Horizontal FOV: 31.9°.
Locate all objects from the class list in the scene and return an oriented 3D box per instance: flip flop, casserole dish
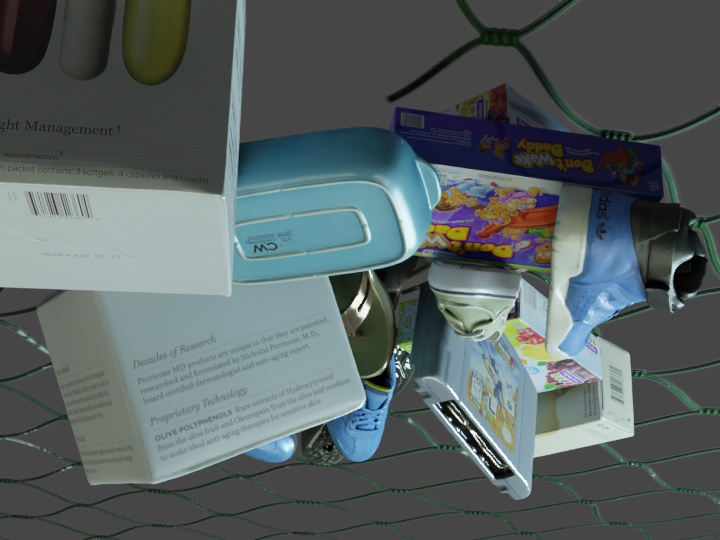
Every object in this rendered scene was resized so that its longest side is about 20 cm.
[{"bbox_3d":[-0.018,0.006,1.077,0.080,0.058,0.202,1,118,15],"label":"flip flop"},{"bbox_3d":[-0.042,-0.038,0.888,0.198,0.039,0.122,-7,137,14],"label":"casserole dish"}]

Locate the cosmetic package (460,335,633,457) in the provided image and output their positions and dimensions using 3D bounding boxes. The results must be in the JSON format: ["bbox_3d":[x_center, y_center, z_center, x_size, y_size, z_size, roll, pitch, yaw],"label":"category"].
[{"bbox_3d":[0.213,0.154,1.462,0.199,0.106,0.071,-22,146,38],"label":"cosmetic package"}]

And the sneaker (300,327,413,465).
[{"bbox_3d":[-0.009,0.119,1.446,0.076,0.115,0.200,20,122,-26],"label":"sneaker"}]

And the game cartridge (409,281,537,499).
[{"bbox_3d":[0.111,0.105,1.179,0.041,0.134,0.200,-14,133,31],"label":"game cartridge"}]

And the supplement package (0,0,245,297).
[{"bbox_3d":[-0.169,-0.106,0.784,0.189,0.202,0.147,2,155,-4],"label":"supplement package"}]

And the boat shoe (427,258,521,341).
[{"bbox_3d":[0.101,0.028,1.056,0.071,0.063,0.200,9,178,17],"label":"boat shoe"}]

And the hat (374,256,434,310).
[{"bbox_3d":[0.000,0.000,1.156,0.198,0.082,0.201,2,155,1],"label":"hat"}]

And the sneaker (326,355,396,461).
[{"bbox_3d":[0.002,0.135,1.344,0.065,0.079,0.202,-6,122,-16],"label":"sneaker"}]

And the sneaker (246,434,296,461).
[{"bbox_3d":[-0.155,0.138,1.191,0.199,0.079,0.066,33,131,-10],"label":"sneaker"}]

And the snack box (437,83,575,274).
[{"bbox_3d":[0.122,-0.067,1.034,0.141,0.053,0.199,-22,146,37],"label":"snack box"}]

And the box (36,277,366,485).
[{"bbox_3d":[-0.139,0.068,1.055,0.199,0.173,0.199,-18,179,-27],"label":"box"}]

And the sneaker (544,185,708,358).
[{"bbox_3d":[0.197,0.012,0.934,0.110,0.077,0.201,8,147,11],"label":"sneaker"}]

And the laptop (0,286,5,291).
[{"bbox_3d":[-0.347,-0.019,1.077,0.176,0.104,0.200,26,-178,-35],"label":"laptop"}]

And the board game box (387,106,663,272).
[{"bbox_3d":[0.109,-0.054,0.949,0.198,0.045,0.135,7,152,-8],"label":"board game box"}]

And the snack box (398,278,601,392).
[{"bbox_3d":[0.150,0.076,1.333,0.141,0.053,0.200,-14,150,31],"label":"snack box"}]
